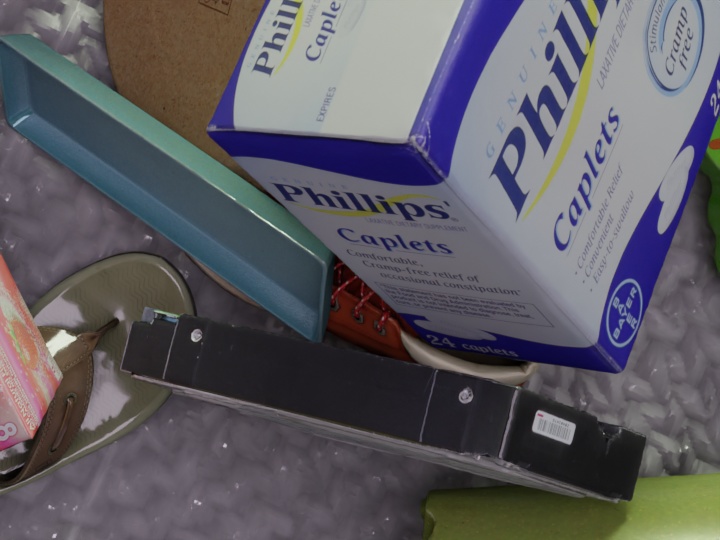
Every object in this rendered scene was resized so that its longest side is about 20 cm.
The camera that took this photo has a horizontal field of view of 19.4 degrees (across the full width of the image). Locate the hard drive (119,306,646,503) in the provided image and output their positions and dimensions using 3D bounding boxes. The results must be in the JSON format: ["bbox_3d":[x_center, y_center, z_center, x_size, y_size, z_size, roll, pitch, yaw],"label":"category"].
[{"bbox_3d":[0.010,0.061,0.945,0.200,0.140,0.038,12,83,31],"label":"hard drive"}]

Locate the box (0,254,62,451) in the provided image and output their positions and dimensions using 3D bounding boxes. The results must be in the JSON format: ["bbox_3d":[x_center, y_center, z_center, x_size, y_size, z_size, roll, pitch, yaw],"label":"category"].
[{"bbox_3d":[-0.221,-0.008,0.915,0.103,0.095,0.200,-23,103,5],"label":"box"}]

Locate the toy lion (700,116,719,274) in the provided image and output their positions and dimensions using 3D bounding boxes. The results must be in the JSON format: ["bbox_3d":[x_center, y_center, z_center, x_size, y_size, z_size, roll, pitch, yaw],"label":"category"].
[{"bbox_3d":[0.237,-0.063,1.067,0.200,0.069,0.192,29,89,-19],"label":"toy lion"}]

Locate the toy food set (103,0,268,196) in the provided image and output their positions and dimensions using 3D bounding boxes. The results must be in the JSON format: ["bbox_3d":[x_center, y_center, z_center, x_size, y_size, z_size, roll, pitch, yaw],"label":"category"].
[{"bbox_3d":[-0.048,-0.132,0.982,0.049,0.200,0.198,2,93,-45],"label":"toy food set"}]

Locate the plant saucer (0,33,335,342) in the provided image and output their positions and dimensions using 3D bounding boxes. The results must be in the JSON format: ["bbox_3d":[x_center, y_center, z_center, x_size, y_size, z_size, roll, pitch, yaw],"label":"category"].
[{"bbox_3d":[-0.090,-0.042,0.982,0.200,0.070,0.019,34,60,18],"label":"plant saucer"}]

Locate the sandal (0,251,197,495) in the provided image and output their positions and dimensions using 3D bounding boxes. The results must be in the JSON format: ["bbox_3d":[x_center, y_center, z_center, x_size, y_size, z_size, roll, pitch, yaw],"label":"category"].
[{"bbox_3d":[-0.162,0.066,1.003,0.201,0.057,0.080,-35,93,-9],"label":"sandal"}]

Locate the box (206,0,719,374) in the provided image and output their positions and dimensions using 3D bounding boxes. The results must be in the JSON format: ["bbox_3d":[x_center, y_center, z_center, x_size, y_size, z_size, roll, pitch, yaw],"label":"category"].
[{"bbox_3d":[0.059,-0.083,0.882,0.200,0.105,0.184,43,64,-48],"label":"box"}]

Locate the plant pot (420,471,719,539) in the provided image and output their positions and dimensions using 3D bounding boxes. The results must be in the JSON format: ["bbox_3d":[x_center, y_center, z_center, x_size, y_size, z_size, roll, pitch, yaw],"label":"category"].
[{"bbox_3d":[0.117,0.172,0.992,0.190,0.200,0.200,6,86,2],"label":"plant pot"}]

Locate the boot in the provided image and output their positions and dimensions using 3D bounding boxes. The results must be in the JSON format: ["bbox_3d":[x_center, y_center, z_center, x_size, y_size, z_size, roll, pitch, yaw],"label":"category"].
[{"bbox_3d":[0.000,0.000,1.011,0.200,0.107,0.075,28,86,-5],"label":"boot"}]
